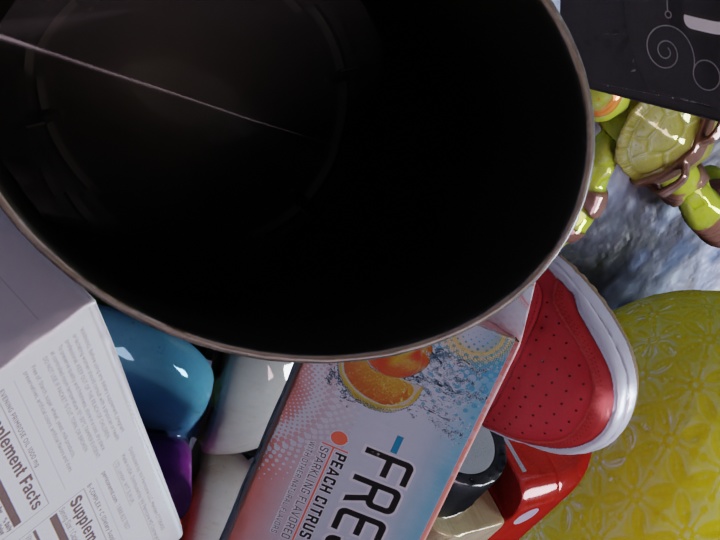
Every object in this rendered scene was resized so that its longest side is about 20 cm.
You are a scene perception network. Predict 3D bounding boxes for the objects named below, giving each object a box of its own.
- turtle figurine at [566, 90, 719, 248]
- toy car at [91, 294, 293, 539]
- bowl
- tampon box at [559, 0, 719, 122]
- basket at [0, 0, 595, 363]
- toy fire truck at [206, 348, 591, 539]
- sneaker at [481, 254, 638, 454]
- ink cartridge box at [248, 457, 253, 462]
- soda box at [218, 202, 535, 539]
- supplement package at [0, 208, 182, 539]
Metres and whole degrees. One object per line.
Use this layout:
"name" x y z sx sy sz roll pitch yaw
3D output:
"turtle figurine" 0.144 -0.074 1.244 0.161 0.064 0.201 21 101 -49
"toy car" -0.111 0.070 1.029 0.174 0.150 0.201 13 115 -6
"bowl" 0.115 0.082 1.275 0.107 0.200 0.201 33 97 -13
"tampon box" 0.186 -0.159 1.119 0.200 0.126 0.151 -28 125 -46
"basket" -0.044 -0.051 0.828 0.179 0.200 0.137 16 90 -14
"toy fire truck" 0.035 0.040 1.165 0.199 0.176 0.129 -11 153 -42
"sneaker" 0.000 0.000 0.972 0.112 0.200 0.071 -1 125 -57
"ink cartridge box" -0.080 0.193 1.227 0.200 0.045 0.177 -33 136 -37
"soda box" -0.004 0.067 0.940 0.063 0.069 0.201 22 126 -3
"supplement package" -0.169 0.018 0.882 0.111 0.200 0.156 -38 151 -15
